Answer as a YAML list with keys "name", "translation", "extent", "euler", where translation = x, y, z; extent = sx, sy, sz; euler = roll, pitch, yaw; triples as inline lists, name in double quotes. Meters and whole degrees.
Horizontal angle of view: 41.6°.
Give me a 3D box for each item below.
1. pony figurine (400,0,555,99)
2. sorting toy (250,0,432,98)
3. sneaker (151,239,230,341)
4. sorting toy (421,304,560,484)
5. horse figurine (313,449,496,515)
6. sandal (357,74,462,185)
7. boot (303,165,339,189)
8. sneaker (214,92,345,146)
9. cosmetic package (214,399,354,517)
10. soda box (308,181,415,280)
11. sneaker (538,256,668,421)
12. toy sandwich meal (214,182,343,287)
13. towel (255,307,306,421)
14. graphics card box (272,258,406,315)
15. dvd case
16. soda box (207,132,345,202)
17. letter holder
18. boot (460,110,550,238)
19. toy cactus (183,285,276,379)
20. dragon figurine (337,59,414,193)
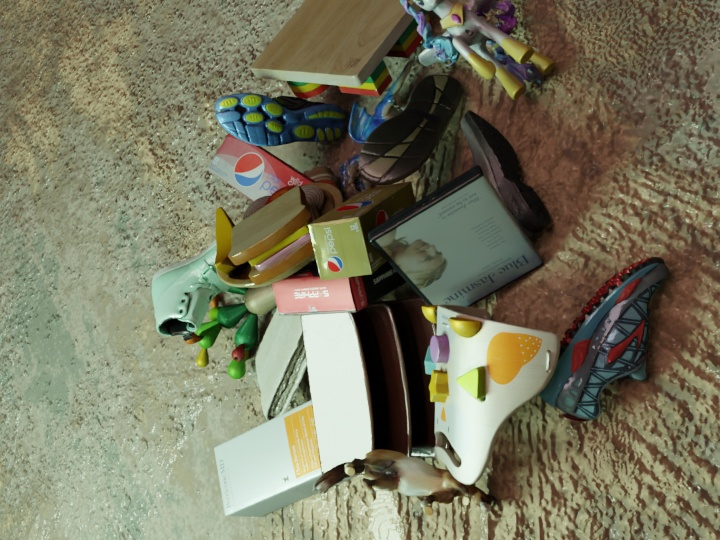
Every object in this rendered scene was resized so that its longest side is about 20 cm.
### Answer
- name: "pony figurine"
  translation: [0.143, -0.300, 1.173]
  extent: [0.200, 0.193, 0.167]
  euler: [44, 110, 17]
- name: "sorting toy"
  translation: [-0.016, -0.317, 1.319]
  extent: [0.199, 0.070, 0.200]
  euler: [14, 59, 38]
- name: "sneaker"
  translation: [-0.201, 0.026, 1.321]
  extent: [0.200, 0.074, 0.118]
  euler: [-26, 47, 17]
- name: "sorting toy"
  translation: [0.120, 0.137, 1.057]
  extent: [0.200, 0.107, 0.180]
  euler: [-162, 81, -76]
- name: "horse figurine"
  translation: [0.053, 0.238, 1.064]
  extent: [0.200, 0.133, 0.050]
  euler: [10, 92, 11]
- name: "sandal"
  translation: [0.072, -0.175, 1.229]
  extent: [0.080, 0.057, 0.201]
  euler: [29, 60, 18]
- name: "boot"
  translation: [-0.102, -0.050, 1.359]
  extent: [0.200, 0.075, 0.107]
  euler: [-38, 62, 24]
- name: "sneaker"
  translation: [-0.118, -0.212, 1.339]
  extent: [0.083, 0.199, 0.071]
  euler: [17, 106, 52]
- name: "cosmetic package"
  translation: [-0.098, 0.253, 1.273]
  extent: [0.200, 0.071, 0.102]
  euler: [-30, 61, 30]
- name: "soda box"
  translation: [0.010, -0.051, 1.119]
  extent: [0.064, 0.200, 0.068]
  euler: [-8, 103, 22]
- name: "sneaker"
  translation: [0.278, 0.077, 1.031]
  extent: [0.096, 0.079, 0.200]
  euler: [39, 92, 3]
- name: "toy sandwich meal"
  translation: [-0.111, -0.056, 1.168]
  extent: [0.205, 0.070, 0.205]
  euler: [-24, 34, 17]
- name: "towel"
  translation: [-0.095, 0.090, 1.288]
  extent: [0.133, 0.034, 0.200]
  euler: [-108, 38, -54]
- name: "graphics card box"
  translation: [0.000, 0.000, 1.183]
  extent: [0.125, 0.200, 0.051]
  euler: [-5, 104, 39]
- name: "dvd case"
  translation: [0.112, -0.024, 1.076]
  extent: [0.143, 0.200, 0.018]
  euler: [-31, 50, 12]
- name: "soda box"
  translation: [-0.115, -0.115, 1.308]
  extent: [0.200, 0.063, 0.070]
  euler: [34, 95, 28]
- name: "letter holder"
  translation: [0.023, 0.140, 1.155]
  extent: [0.142, 0.101, 0.200]
  euler: [-8, 89, 36]
- name: "boot"
  translation: [0.139, -0.094, 1.182]
  extent: [0.132, 0.070, 0.200]
  euler: [-41, 52, 29]
- name: "toy cactus"
  translation: [-0.183, 0.052, 1.392]
  extent: [0.165, 0.102, 0.200]
  euler: [-27, 53, 20]
- name: "dragon figurine"
  translation: [0.022, -0.200, 1.305]
  extent: [0.099, 0.059, 0.200]
  euler: [-2, 78, 38]
